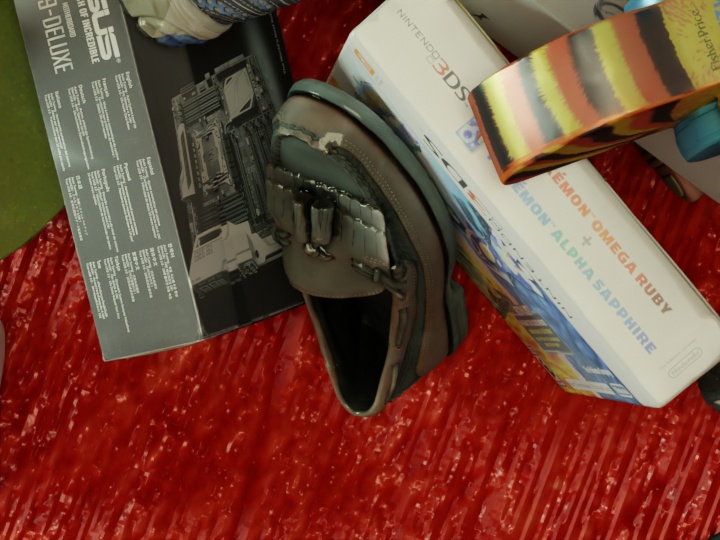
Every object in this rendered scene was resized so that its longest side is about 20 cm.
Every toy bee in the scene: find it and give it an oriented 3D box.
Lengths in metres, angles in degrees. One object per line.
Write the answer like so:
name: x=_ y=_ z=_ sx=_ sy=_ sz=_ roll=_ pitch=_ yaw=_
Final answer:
toy bee: x=0.139 y=-0.093 z=0.738 sx=0.200 sy=0.109 sz=0.131 roll=-41 pitch=90 yaw=-24

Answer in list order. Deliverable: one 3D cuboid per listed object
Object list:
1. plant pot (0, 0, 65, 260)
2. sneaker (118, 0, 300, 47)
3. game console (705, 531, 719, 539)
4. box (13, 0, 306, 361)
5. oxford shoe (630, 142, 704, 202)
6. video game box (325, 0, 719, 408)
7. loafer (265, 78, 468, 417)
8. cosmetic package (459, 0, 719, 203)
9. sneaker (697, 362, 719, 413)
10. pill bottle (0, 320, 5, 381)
plant pot: x=-0.203 y=-0.099 z=0.864 sx=0.200 sy=0.200 sz=0.190 roll=-42 pitch=120 yaw=2
sneaker: x=-0.046 y=-0.189 z=0.813 sx=0.085 sy=0.077 sz=0.201 roll=-6 pitch=84 yaw=24
game console: x=0.157 y=0.228 z=0.956 sx=0.200 sy=0.031 sz=0.177 roll=-31 pitch=92 yaw=2
box: x=-0.078 y=-0.073 z=0.880 sx=0.050 sy=0.158 sz=0.200 roll=-13 pitch=92 yaw=21
oxford shoe: x=0.123 y=-0.129 z=0.920 sx=0.074 sy=0.071 sz=0.200 roll=-24 pitch=92 yaw=-1
video game box: x=0.060 y=-0.027 z=0.859 sx=0.047 sy=0.200 sz=0.182 roll=-38 pitch=91 yaw=-4
loafer: x=0.000 y=0.000 z=0.865 sx=0.072 sy=0.200 sz=0.063 roll=28 pitch=71 yaw=27
cosmetic package: x=0.136 y=-0.130 z=0.857 sx=0.200 sy=0.052 sz=0.151 roll=30 pitch=75 yaw=-38
sneaker: x=0.251 y=0.039 z=0.923 sx=0.200 sy=0.075 sz=0.085 roll=-16 pitch=131 yaw=18
pill bottle: x=-0.265 y=0.045 z=0.912 sx=0.200 sy=0.113 sz=0.114 roll=12 pitch=93 yaw=0
